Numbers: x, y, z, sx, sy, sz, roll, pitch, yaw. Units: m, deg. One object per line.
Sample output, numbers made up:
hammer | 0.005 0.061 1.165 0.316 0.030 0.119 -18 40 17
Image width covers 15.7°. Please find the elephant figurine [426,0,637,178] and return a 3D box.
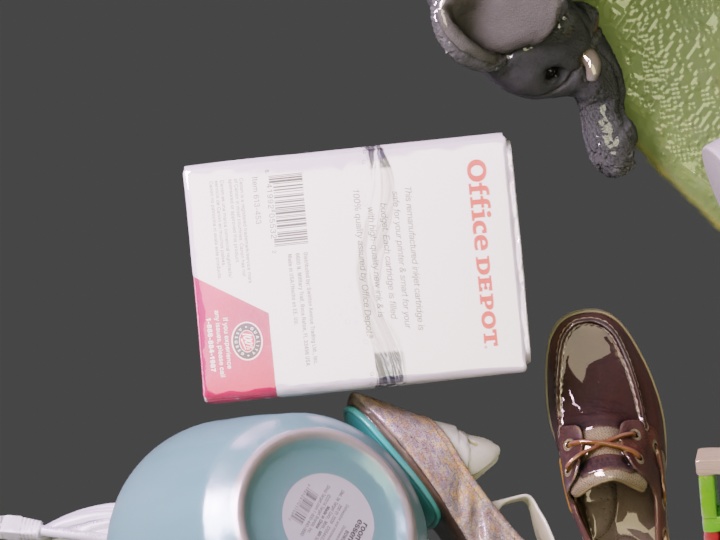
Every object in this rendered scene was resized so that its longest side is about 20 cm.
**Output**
elephant figurine | 0.096 -0.169 1.584 0.155 0.141 0.201 22 106 32

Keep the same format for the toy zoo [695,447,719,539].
toy zoo | 0.274 0.200 1.564 0.131 0.020 0.201 -2 110 14

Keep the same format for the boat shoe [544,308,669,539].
boat shoe | 0.155 0.122 1.585 0.072 0.072 0.201 -7 87 3

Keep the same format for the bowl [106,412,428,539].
bowl | -0.040 0.164 1.531 0.200 0.105 0.202 10 63 -20

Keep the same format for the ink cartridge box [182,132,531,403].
ink cartridge box | 0.000 0.000 1.594 0.199 0.084 0.146 -6 87 4

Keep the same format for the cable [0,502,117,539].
cable | -0.142 0.243 1.598 0.199 0.069 0.201 -3 87 2

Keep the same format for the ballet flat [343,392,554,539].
ballet flat | 0.069 0.145 1.600 0.067 0.068 0.200 -35 87 -19

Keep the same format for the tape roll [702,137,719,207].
tape roll | 0.263 0.006 1.521 0.037 0.203 0.203 -29 86 2
